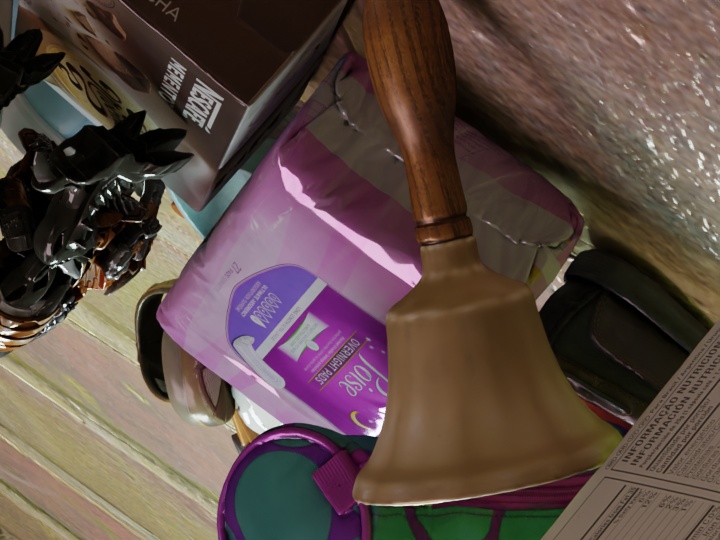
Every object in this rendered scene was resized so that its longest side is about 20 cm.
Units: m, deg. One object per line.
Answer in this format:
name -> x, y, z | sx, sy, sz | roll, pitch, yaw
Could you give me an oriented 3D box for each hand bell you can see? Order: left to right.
hand bell -> 0.031, -0.023, 1.054 | 0.104, 0.104, 0.201 | 180, 79, -68

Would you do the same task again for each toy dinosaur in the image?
toy dinosaur -> -0.136, -0.011, 1.154 | 0.102, 0.136, 0.200 | 24, -152, 1

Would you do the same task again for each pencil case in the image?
pencil case -> 0.041, 0.104, 1.181 | 0.092, 0.200, 0.085 | -33, 66, 40

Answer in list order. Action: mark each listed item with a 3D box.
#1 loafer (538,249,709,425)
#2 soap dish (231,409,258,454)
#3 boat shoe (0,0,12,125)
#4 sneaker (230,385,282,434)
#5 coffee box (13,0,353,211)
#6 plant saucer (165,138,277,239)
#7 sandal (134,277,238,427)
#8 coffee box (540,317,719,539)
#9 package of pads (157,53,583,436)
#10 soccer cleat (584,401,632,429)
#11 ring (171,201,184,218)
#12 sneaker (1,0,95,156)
loafer -> 0.148, 0.077, 1.190 | 0.200, 0.063, 0.072 | 42, 166, -9
soap dish -> -0.016, 0.108, 1.563 | 0.158, 0.081, 0.200 | 63, 175, 18
boat shoe -> -0.185, -0.111, 1.226 | 0.071, 0.201, 0.070 | 4, -167, -8
sneaker -> 0.018, 0.069, 1.360 | 0.099, 0.078, 0.200 | 13, 162, 41
coffee box -> -0.073, -0.106, 1.164 | 0.113, 0.080, 0.200 | 41, 166, 0
plant saucer -> -0.005, -0.004, 1.373 | 0.200, 0.036, 0.200 | 33, 165, 10
sandal -> -0.085, 0.037, 1.383 | 0.200, 0.054, 0.081 | -59, -42, -83
coffee box -> 0.192, 0.135, 0.974 | 0.200, 0.200, 0.198 | 46, 165, -20
package of pads -> 0.000, 0.000, 1.196 | 0.120, 0.076, 0.200 | 37, 151, -2
soccer cleat -> 0.169, 0.128, 1.284 | 0.200, 0.069, 0.085 | 31, 155, 14
ring -> -0.113, -0.077, 1.480 | 0.200, 0.019, 0.200 | 37, 165, 12
sneaker -> -0.141, -0.117, 1.351 | 0.074, 0.082, 0.200 | 38, -167, -41
